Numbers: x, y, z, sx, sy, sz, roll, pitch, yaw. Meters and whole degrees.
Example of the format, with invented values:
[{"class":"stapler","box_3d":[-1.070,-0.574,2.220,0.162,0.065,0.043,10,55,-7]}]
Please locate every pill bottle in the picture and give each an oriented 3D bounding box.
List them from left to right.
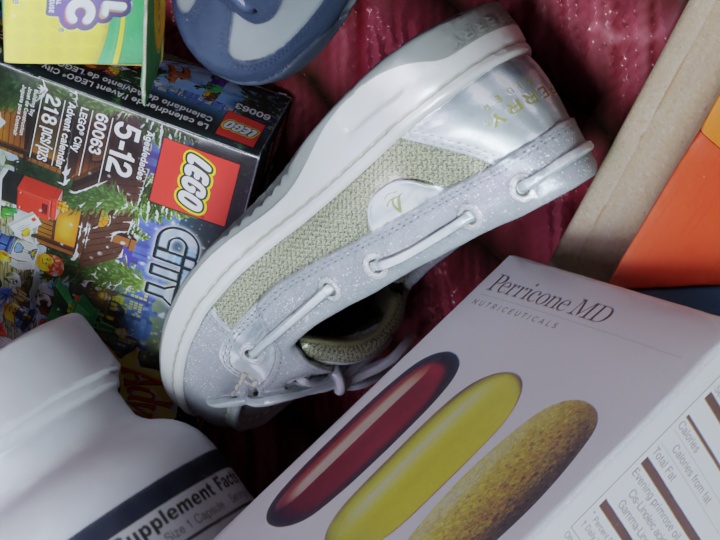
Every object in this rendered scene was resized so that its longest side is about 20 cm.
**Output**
[{"class":"pill bottle","box_3d":[-0.071,0.120,0.935,0.200,0.116,0.116,54,139,6]}]

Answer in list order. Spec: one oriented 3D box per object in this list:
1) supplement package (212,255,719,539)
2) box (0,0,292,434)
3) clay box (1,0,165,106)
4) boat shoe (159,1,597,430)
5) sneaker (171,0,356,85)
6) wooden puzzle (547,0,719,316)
[{"class":"supplement package","box_3d":[0.029,0.107,0.804,0.114,0.200,0.110,17,146,55]},{"class":"box","box_3d":[-0.111,0.005,0.995,0.136,0.038,0.200,20,129,5]},{"class":"clay box","box_3d":[-0.076,-0.141,0.816,0.048,0.200,0.115,1,123,-4]},{"class":"boat shoe","box_3d":[0.001,-0.001,0.896,0.065,0.074,0.202,53,135,11]},{"class":"sneaker","box_3d":[-0.031,-0.124,0.848,0.070,0.082,0.200,39,135,19]},{"class":"wooden puzzle","box_3d":[0.144,0.001,0.782,0.185,0.037,0.200,42,136,19]}]
